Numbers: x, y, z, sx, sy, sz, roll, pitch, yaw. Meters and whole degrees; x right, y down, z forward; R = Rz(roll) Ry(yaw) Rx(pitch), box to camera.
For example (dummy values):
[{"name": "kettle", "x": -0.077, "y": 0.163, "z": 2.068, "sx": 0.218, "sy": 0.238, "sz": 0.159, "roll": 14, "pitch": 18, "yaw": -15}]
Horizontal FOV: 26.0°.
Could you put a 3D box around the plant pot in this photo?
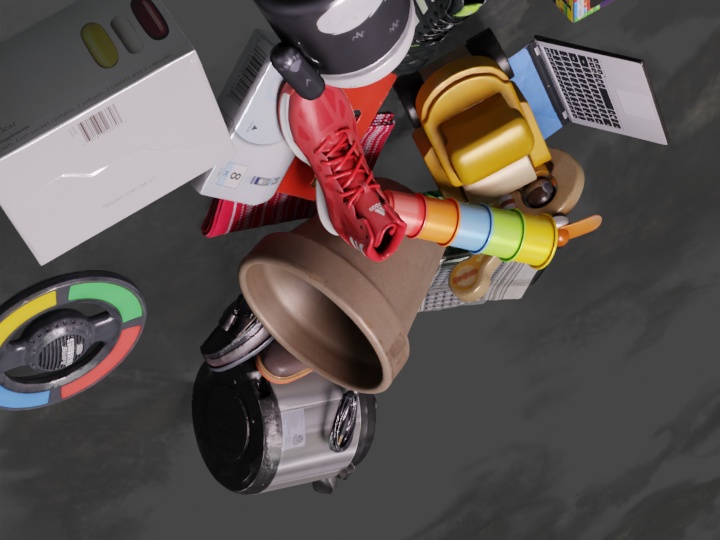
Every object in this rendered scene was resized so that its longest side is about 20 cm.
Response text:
[{"name": "plant pot", "x": 0.000, "y": 0.000, "z": 1.639, "sx": 0.175, "sy": 0.199, "sz": 0.201, "roll": -49, "pitch": 156, "yaw": -24}]

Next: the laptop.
[{"name": "laptop", "x": 0.218, "y": -0.160, "z": 1.728, "sx": 0.117, "sy": 0.199, "sz": 0.187, "roll": -66, "pitch": 153, "yaw": -14}]

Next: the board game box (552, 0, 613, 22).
[{"name": "board game box", "x": 0.262, "y": -0.362, "z": 1.541, "sx": 0.165, "sy": 0.057, "sz": 0.201, "roll": -30, "pitch": 149, "yaw": -12}]

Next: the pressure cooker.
[{"name": "pressure cooker", "x": -0.076, "y": 0.166, "z": 1.825, "sx": 0.199, "sy": 0.179, "sz": 0.177, "roll": -8, "pitch": 138, "yaw": -36}]

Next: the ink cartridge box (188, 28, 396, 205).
[{"name": "ink cartridge box", "x": -0.058, "y": -0.135, "z": 1.517, "sx": 0.199, "sy": 0.047, "sz": 0.161, "roll": 11, "pitch": 117, "yaw": -45}]

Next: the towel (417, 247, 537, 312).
[{"name": "towel", "x": 0.116, "y": 0.014, "z": 1.847, "sx": 0.191, "sy": 0.035, "sz": 0.200, "roll": -10, "pitch": 164, "yaw": -12}]

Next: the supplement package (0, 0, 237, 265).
[{"name": "supplement package", "x": -0.230, "y": -0.129, "z": 1.324, "sx": 0.199, "sy": 0.111, "sz": 0.156, "roll": -31, "pitch": 150, "yaw": -8}]

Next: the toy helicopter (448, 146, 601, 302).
[{"name": "toy helicopter", "x": 0.174, "y": -0.045, "z": 1.718, "sx": 0.200, "sy": 0.132, "sz": 0.079, "roll": -52, "pitch": 145, "yaw": -1}]

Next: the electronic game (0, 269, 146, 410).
[{"name": "electronic game", "x": -0.311, "y": 0.073, "z": 1.597, "sx": 0.199, "sy": 0.042, "sz": 0.201, "roll": -25, "pitch": 148, "yaw": -17}]

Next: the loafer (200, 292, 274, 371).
[{"name": "loafer", "x": -0.103, "y": 0.028, "z": 1.730, "sx": 0.200, "sy": 0.072, "sz": 0.063, "roll": -38, "pitch": 127, "yaw": -5}]

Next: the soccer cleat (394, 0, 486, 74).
[{"name": "soccer cleat", "x": 0.075, "y": -0.255, "z": 1.480, "sx": 0.067, "sy": 0.081, "sz": 0.201, "roll": -13, "pitch": 143, "yaw": -33}]

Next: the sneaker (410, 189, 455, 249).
[{"name": "sneaker", "x": 0.092, "y": -0.072, "z": 1.777, "sx": 0.199, "sy": 0.074, "sz": 0.084, "roll": 12, "pitch": 111, "yaw": -57}]

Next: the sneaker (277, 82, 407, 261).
[{"name": "sneaker", "x": -0.004, "y": -0.093, "z": 1.464, "sx": 0.078, "sy": 0.115, "sz": 0.201, "roll": -37, "pitch": 133, "yaw": -13}]

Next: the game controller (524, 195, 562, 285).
[{"name": "game controller", "x": 0.207, "y": -0.054, "z": 1.909, "sx": 0.105, "sy": 0.042, "sz": 0.200, "roll": -51, "pitch": 153, "yaw": -10}]

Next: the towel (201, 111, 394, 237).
[{"name": "towel", "x": -0.064, "y": -0.098, "z": 1.622, "sx": 0.199, "sy": 0.023, "sz": 0.145, "roll": -12, "pitch": 143, "yaw": -35}]

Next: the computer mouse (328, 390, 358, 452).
[{"name": "computer mouse", "x": 0.002, "y": 0.112, "z": 1.769, "sx": 0.201, "sy": 0.034, "sz": 0.059, "roll": -66, "pitch": 150, "yaw": -22}]

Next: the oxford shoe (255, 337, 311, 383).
[{"name": "oxford shoe", "x": -0.045, "y": 0.048, "z": 1.756, "sx": 0.200, "sy": 0.071, "sz": 0.073, "roll": -46, "pitch": 171, "yaw": -35}]

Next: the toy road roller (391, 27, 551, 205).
[{"name": "toy road roller", "x": 0.124, "y": -0.131, "z": 1.594, "sx": 0.122, "sy": 0.146, "sz": 0.201, "roll": -27, "pitch": 131, "yaw": 4}]

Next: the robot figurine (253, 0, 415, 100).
[{"name": "robot figurine", "x": -0.028, "y": -0.243, "z": 1.357, "sx": 0.150, "sy": 0.125, "sz": 0.200, "roll": -34, "pitch": 150, "yaw": 4}]

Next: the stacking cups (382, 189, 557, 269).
[{"name": "stacking cups", "x": 0.105, "y": -0.042, "z": 1.602, "sx": 0.199, "sy": 0.061, "sz": 0.061, "roll": 7, "pitch": 132, "yaw": -27}]
